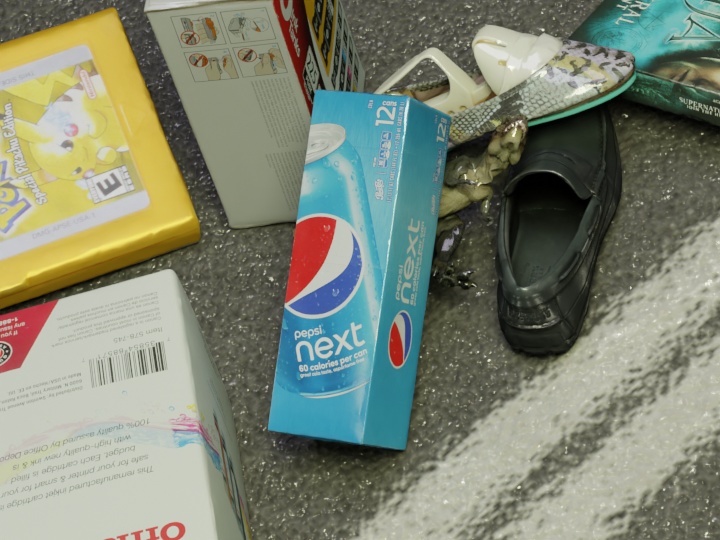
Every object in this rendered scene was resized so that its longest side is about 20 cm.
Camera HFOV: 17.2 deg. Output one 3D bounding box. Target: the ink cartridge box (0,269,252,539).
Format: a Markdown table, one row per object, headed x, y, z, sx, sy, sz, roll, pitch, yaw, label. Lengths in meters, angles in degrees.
| x | y | z | sx | sy | sz | roll | pitch | yaw | label |
| --- | --- | --- | --- | --- | --- | --- | --- | --- | --- |
| -0.142 | 0.133 | 1.323 | 0.144 | 0.145 | 0.201 | -14 | 49 | 3 | ink cartridge box |

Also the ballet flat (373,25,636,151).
| x | y | z | sx | sy | sz | roll | pitch | yaw | label |
| --- | --- | --- | --- | --- | --- | --- | --- | --- | --- |
| 0.072 | -0.113 | 1.474 | 0.199 | 0.072 | 0.072 | -19 | 44 | 30 | ballet flat |

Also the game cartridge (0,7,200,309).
| x | y | z | sx | sy | sz | roll | pitch | yaw | label |
| --- | --- | --- | --- | --- | --- | --- | --- | --- | --- |
| -0.224 | -0.067 | 1.540 | 0.199 | 0.032 | 0.177 | -19 | 67 | -11 | game cartridge |

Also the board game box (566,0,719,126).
| x | y | z | sx | sy | sz | roll | pitch | yaw | label |
| --- | --- | --- | --- | --- | --- | --- | --- | --- | --- |
| 0.234 | -0.168 | 1.524 | 0.135 | 0.028 | 0.200 | 19 | 47 | 28 | board game box |

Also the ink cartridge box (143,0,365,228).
| x | y | z | sx | sy | sz | roll | pitch | yaw | label |
| --- | --- | --- | --- | --- | --- | --- | --- | --- | --- |
| -0.060 | -0.159 | 1.506 | 0.083 | 0.201 | 0.176 | -4 | 50 | 13 | ink cartridge box |

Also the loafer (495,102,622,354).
| x | y | z | sx | sy | sz | roll | pitch | yaw | label |
| --- | --- | --- | --- | --- | --- | --- | --- | --- | --- |
| 0.120 | -0.042 | 1.446 | 0.068 | 0.071 | 0.201 | 1 | 51 | 16 | loafer |

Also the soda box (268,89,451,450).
| x | y | z | sx | sy | sz | roll | pitch | yaw | label |
| --- | --- | --- | --- | --- | --- | --- | --- | --- | --- |
| 0.000 | 0.000 | 1.381 | 0.064 | 0.068 | 0.201 | 5 | 85 | 24 | soda box |

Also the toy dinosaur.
| x | y | z | sx | sy | sz | roll | pitch | yaw | label |
| --- | --- | --- | --- | --- | --- | --- | --- | --- | --- |
| 0.033 | -0.025 | 1.446 | 0.199 | 0.047 | 0.089 | -25 | 44 | 34 | toy dinosaur |
